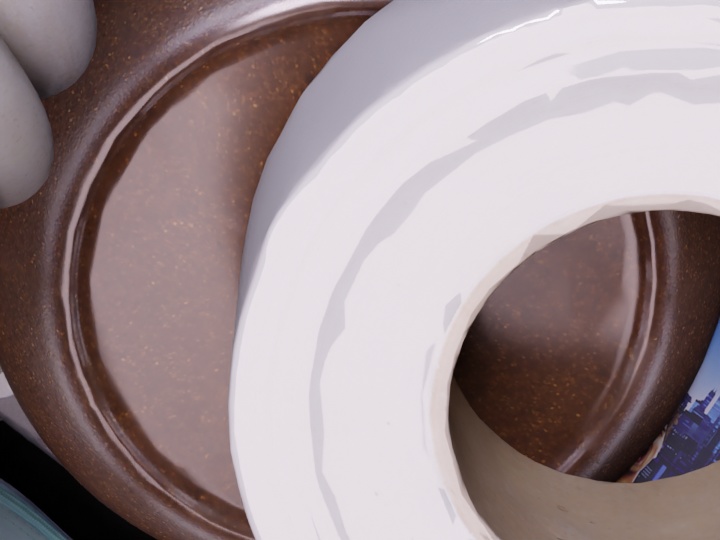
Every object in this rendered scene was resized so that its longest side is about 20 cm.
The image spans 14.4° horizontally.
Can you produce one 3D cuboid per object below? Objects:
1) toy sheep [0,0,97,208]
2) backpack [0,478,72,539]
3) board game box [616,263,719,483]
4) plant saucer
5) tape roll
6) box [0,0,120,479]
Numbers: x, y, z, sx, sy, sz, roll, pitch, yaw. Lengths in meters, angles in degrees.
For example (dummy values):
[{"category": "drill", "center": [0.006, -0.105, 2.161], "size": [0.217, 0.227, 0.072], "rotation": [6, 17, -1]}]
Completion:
[{"category": "toy sheep", "center": [-0.120, -0.046, 0.576], "size": [0.138, 0.200, 0.138], "rotation": [36, 169, 9]}, {"category": "backpack", "center": [-0.167, 0.147, 0.943], "size": [0.175, 0.154, 0.200], "rotation": [-27, 120, 37]}, {"category": "board game box", "center": [0.147, 0.040, 0.771], "size": [0.200, 0.062, 0.201], "rotation": [38, 116, 19]}, {"category": "plant saucer", "center": [0.000, 0.000, 0.732], "size": [0.199, 0.035, 0.202], "rotation": [-2, 114, -4]}, {"category": "tape roll", "center": [0.068, 0.021, 0.683], "size": [0.201, 0.071, 0.204], "rotation": [0, 112, -1]}, {"category": "box", "center": [-0.061, -0.022, 0.795], "size": [0.200, 0.106, 0.122], "rotation": [39, 107, -18]}]
